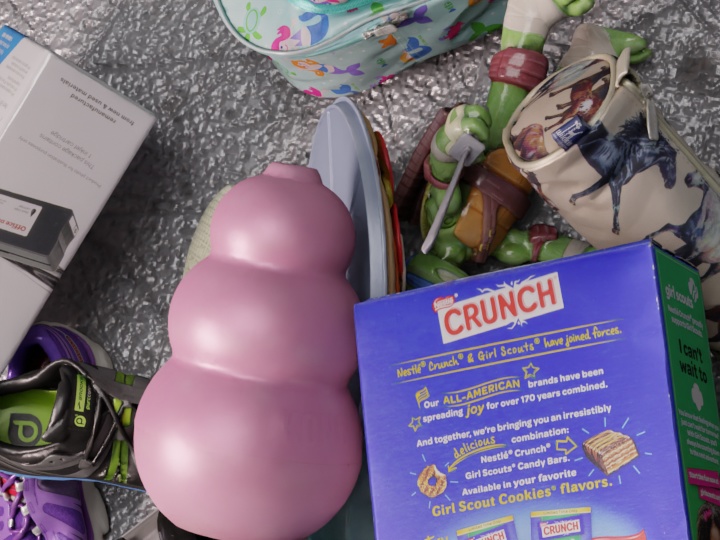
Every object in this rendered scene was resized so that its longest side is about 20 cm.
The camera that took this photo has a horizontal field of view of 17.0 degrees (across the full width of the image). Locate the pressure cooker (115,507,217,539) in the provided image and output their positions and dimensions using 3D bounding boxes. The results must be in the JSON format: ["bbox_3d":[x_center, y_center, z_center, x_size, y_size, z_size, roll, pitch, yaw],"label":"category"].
[{"bbox_3d":[-0.119,0.247,1.369,0.200,0.176,0.179,-38,83,11],"label":"pressure cooker"}]

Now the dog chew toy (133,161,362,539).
[{"bbox_3d":[-0.051,0.042,1.292,0.124,0.124,0.201,12,94,24],"label":"dog chew toy"}]

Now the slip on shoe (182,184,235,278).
[{"bbox_3d":[-0.066,0.043,1.462,0.074,0.061,0.201,-38,54,47],"label":"slip on shoe"}]

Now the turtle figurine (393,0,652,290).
[{"bbox_3d":[0.108,-0.059,1.371,0.144,0.200,0.194,25,82,-9],"label":"turtle figurine"}]

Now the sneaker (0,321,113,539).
[{"bbox_3d":[-0.205,0.130,1.481,0.080,0.083,0.201,-5,76,21],"label":"sneaker"}]

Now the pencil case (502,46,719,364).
[{"bbox_3d":[0.171,-0.028,1.300,0.089,0.200,0.078,-27,29,46],"label":"pencil case"}]

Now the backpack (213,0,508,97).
[{"bbox_3d":[0.000,-0.207,1.449,0.200,0.150,0.178,-28,64,21],"label":"backpack"}]

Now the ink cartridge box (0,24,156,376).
[{"bbox_3d":[-0.225,-0.040,1.492,0.200,0.084,0.145,-59,22,1],"label":"ink cartridge box"}]

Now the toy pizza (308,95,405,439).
[{"bbox_3d":[0.000,0.000,1.386,0.032,0.200,0.201,-1,74,-12],"label":"toy pizza"}]

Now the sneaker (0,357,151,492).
[{"bbox_3d":[-0.142,0.090,1.389,0.199,0.083,0.071,-1,76,14],"label":"sneaker"}]

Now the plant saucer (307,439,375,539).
[{"bbox_3d":[0.066,0.145,1.400,0.200,0.027,0.201,-5,76,20],"label":"plant saucer"}]

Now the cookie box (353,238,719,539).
[{"bbox_3d":[0.095,0.102,1.224,0.171,0.075,0.201,-12,73,24],"label":"cookie box"}]
